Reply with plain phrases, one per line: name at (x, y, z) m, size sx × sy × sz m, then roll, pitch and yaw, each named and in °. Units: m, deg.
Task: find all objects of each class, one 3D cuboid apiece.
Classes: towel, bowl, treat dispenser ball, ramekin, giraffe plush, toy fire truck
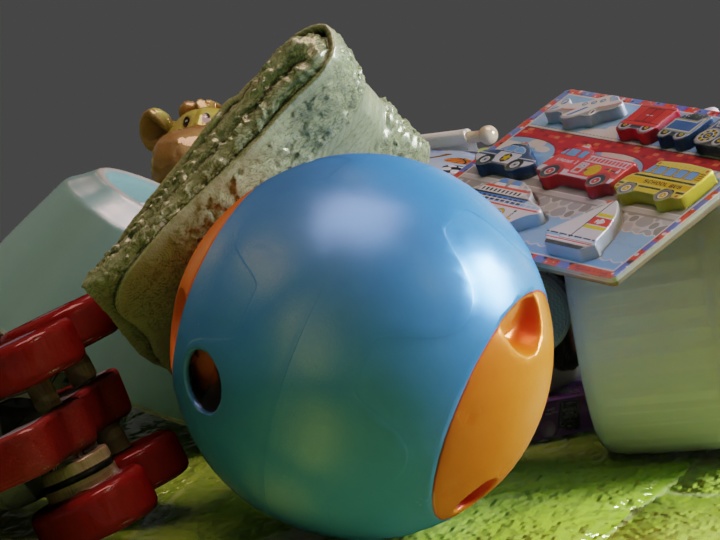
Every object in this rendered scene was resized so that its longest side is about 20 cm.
towel at (-0.052, -0.026, 1.563) m, size 0.036 × 0.200 × 0.148 m, roll 36°, pitch -7°, yaw 40°
bowl at (-0.134, 0.007, 1.755) m, size 0.200 × 0.105 × 0.201 m, roll 26°, pitch 8°, yaw -4°
treat dispenser ball at (0.001, 0.040, 1.477) m, size 0.200 × 0.201 × 0.201 m, roll -3°, pitch 9°, yaw 0°
ramekin at (0.174, 0.012, 1.640) m, size 0.097 × 0.201 × 0.200 m, roll -8°, pitch 8°, yaw 9°
giraffe plush at (-0.105, -0.048, 2.129) m, size 0.172 × 0.163 × 0.200 m, roll -5°, pitch 6°, yaw -6°
toy fire truck at (-0.197, 0.101, 1.521) m, size 0.168 × 0.112 × 0.200 m, roll -25°, pitch 5°, yaw 11°

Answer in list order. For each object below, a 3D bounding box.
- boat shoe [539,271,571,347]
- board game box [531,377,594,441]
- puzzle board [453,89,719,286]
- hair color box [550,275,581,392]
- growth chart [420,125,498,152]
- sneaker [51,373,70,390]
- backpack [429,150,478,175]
boat shoe at (0.034, 0.062, 1.636) m, size 0.200 × 0.072 × 0.062 m, roll -25°, pitch -2°, yaw 4°
board game box at (0.088, 0.080, 1.747) m, size 0.200 × 0.032 × 0.120 m, roll -8°, pitch 8°, yaw -28°
puzzle board at (0.125, -0.052, 1.563) m, size 0.151 × 0.017 × 0.200 m, roll -36°, pitch 27°, yaw -25°
hair color box at (0.134, 0.007, 1.789) m, size 0.061 × 0.099 × 0.200 m, roll 4°, pitch 12°, yaw 29°
growth chart at (0.059, -0.030, 2.031) m, size 0.144 × 0.200 × 0.018 m, roll 0°, pitch 49°, yaw 18°
sneaker at (-0.214, 0.075, 1.726) m, size 0.072 × 0.073 × 0.200 m, roll 0°, pitch 11°, yaw 7°
backpack at (0.026, -0.004, 1.920) m, size 0.199 × 0.154 × 0.190 m, roll 0°, pitch 1°, yaw 10°
